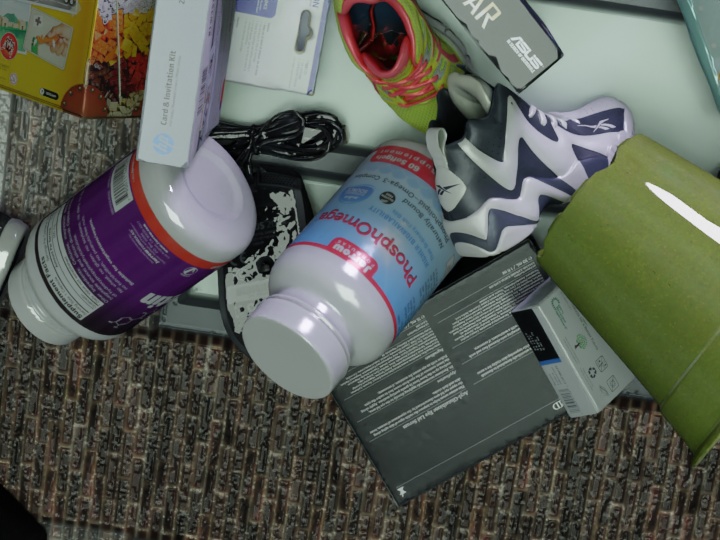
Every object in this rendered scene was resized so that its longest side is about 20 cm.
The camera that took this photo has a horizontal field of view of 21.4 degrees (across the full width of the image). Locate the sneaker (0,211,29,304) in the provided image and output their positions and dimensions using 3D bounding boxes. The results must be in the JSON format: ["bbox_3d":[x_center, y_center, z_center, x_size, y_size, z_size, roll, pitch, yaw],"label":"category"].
[{"bbox_3d":[-0.355,0.033,1.540,0.111,0.073,0.201,24,89,0],"label":"sneaker"}]

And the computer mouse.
[{"bbox_3d":[-0.070,-0.025,1.533,0.137,0.053,0.202,-6,91,5],"label":"computer mouse"}]

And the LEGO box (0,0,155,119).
[{"bbox_3d":[-0.235,-0.209,1.423,0.199,0.077,0.150,21,107,36],"label":"LEGO box"}]

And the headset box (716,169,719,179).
[{"bbox_3d":[0.383,-0.025,1.462,0.173,0.093,0.201,-23,105,29],"label":"headset box"}]

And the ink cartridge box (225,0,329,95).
[{"bbox_3d":[-0.124,-0.204,1.487,0.198,0.039,0.100,12,103,0],"label":"ink cartridge box"}]

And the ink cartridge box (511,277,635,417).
[{"bbox_3d":[0.209,0.019,1.498,0.200,0.039,0.100,-37,102,-34],"label":"ink cartridge box"}]

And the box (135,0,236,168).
[{"bbox_3d":[-0.119,-0.168,1.365,0.041,0.200,0.157,9,104,1],"label":"box"}]

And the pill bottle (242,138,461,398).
[{"bbox_3d":[0.000,0.000,1.452,0.109,0.109,0.200,45,57,-9],"label":"pill bottle"}]

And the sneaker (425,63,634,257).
[{"bbox_3d":[0.122,-0.113,1.444,0.199,0.079,0.130,-35,112,-25],"label":"sneaker"}]

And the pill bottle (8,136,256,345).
[{"bbox_3d":[-0.182,-0.020,1.484,0.199,0.113,0.113,-33,101,32],"label":"pill bottle"}]

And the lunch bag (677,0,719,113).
[{"bbox_3d":[0.340,-0.205,1.439,0.199,0.122,0.171,-22,103,1],"label":"lunch bag"}]

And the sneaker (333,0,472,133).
[{"bbox_3d":[0.026,-0.163,1.446,0.078,0.091,0.200,-21,131,19],"label":"sneaker"}]

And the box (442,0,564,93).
[{"bbox_3d":[0.077,-0.216,1.402,0.043,0.200,0.160,-39,98,10],"label":"box"}]

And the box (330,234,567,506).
[{"bbox_3d":[0.081,0.075,1.534,0.199,0.079,0.142,-29,99,7],"label":"box"}]

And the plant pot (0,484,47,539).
[{"bbox_3d":[-0.401,0.238,1.537,0.200,0.178,0.200,-41,99,9],"label":"plant pot"}]

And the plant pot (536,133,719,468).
[{"bbox_3d":[0.235,0.005,1.383,0.190,0.200,0.200,41,102,11],"label":"plant pot"}]
